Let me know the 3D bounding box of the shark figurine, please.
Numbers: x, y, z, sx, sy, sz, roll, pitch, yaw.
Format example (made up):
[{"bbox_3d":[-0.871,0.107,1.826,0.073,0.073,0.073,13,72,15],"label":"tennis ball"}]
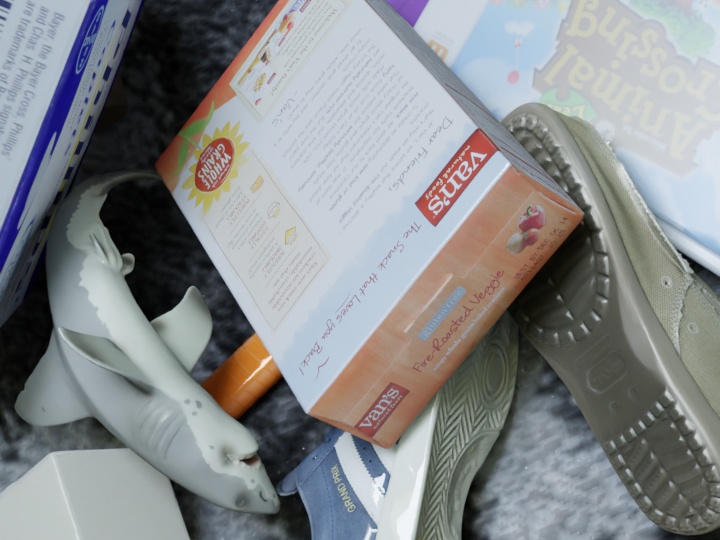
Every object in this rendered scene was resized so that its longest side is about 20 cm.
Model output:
[{"bbox_3d":[-0.126,0.025,0.801,0.089,0.128,0.215,-42,51,21],"label":"shark figurine"}]

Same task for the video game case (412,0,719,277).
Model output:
[{"bbox_3d":[0.136,-0.122,0.801,0.199,0.022,0.183,34,99,23],"label":"video game case"}]

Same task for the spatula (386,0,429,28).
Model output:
[{"bbox_3d":[0.084,-0.089,0.846,0.200,0.021,0.057,42,94,23],"label":"spatula"}]

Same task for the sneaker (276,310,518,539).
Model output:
[{"bbox_3d":[0.010,0.079,0.792,0.084,0.075,0.202,6,68,32],"label":"sneaker"}]

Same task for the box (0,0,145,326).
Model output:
[{"bbox_3d":[-0.181,-0.069,0.792,0.104,0.200,0.185,23,101,-5],"label":"box"}]

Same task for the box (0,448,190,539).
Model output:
[{"bbox_3d":[-0.104,0.185,0.780,0.082,0.068,0.202,-37,63,36],"label":"box"}]

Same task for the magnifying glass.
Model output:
[{"bbox_3d":[0.000,0.000,0.847,0.200,0.022,0.080,-42,67,-1],"label":"magnifying glass"}]

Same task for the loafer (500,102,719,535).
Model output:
[{"bbox_3d":[0.117,0.018,0.772,0.076,0.068,0.201,-35,75,44],"label":"loafer"}]

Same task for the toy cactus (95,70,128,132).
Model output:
[{"bbox_3d":[-0.165,-0.154,0.915,0.199,0.102,0.166,-26,77,-2],"label":"toy cactus"}]

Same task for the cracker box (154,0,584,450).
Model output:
[{"bbox_3d":[-0.004,-0.036,0.785,0.134,0.057,0.200,-50,41,13],"label":"cracker box"}]
